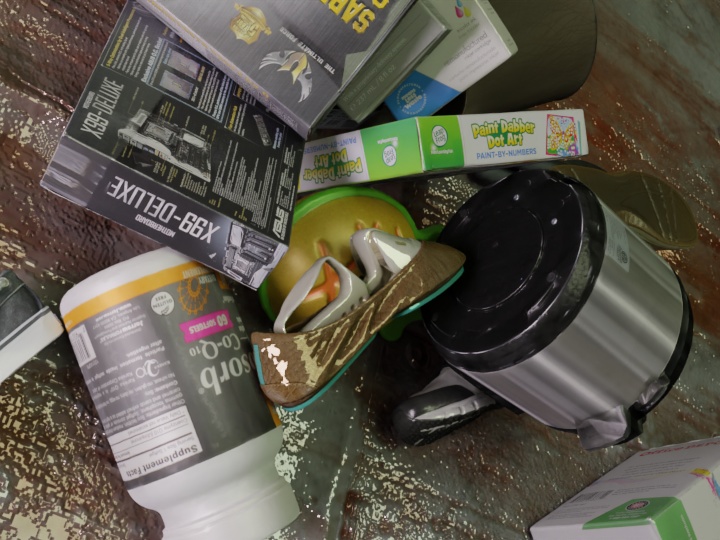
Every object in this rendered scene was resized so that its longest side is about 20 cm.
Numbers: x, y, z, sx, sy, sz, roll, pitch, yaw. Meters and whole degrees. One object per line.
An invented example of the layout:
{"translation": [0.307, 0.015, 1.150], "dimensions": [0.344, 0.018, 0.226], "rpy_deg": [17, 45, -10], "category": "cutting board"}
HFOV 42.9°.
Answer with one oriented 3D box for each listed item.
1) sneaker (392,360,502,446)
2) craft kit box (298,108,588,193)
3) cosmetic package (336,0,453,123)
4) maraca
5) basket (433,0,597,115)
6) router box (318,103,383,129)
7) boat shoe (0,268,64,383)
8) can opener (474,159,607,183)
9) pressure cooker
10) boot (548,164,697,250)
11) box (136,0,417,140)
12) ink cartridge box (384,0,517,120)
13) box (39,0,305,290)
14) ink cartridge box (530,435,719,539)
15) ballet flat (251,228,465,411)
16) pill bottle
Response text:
{"translation": [0.094, 0.097, 0.832], "dimensions": [0.199, 0.074, 0.081], "rpy_deg": [-16, 72, -45], "category": "sneaker"}
{"translation": [0.054, -0.099, 0.781], "dimensions": [0.196, 0.199, 0.049], "rpy_deg": [-14, 97, -39], "category": "craft kit box"}
{"translation": [-0.030, -0.228, 0.728], "dimensions": [0.200, 0.107, 0.090], "rpy_deg": [44, 17, -5], "category": "cosmetic package"}
{"translation": [0.000, 0.000, 0.762], "dimensions": [0.199, 0.138, 0.107], "rpy_deg": [13, 22, -42], "category": "maraca"}
{"translation": [0.127, -0.225, 0.929], "dimensions": [0.199, 0.135, 0.182], "rpy_deg": [-33, 119, -34], "category": "basket"}
{"translation": [-0.086, -0.209, 0.812], "dimensions": [0.198, 0.052, 0.159], "rpy_deg": [-6, 77, -38], "category": "router box"}
{"translation": [-0.273, 0.069, 0.558], "dimensions": [0.068, 0.071, 0.200], "rpy_deg": [53, 49, -11], "category": "boat shoe"}
{"translation": [0.201, -0.101, 0.997], "dimensions": [0.198, 0.053, 0.067], "rpy_deg": [13, 32, -34], "category": "can opener"}
{"translation": [0.168, 0.038, 0.743], "dimensions": [0.199, 0.178, 0.177], "rpy_deg": [33, 86, -34], "category": "pressure cooker"}
{"translation": [0.216, -0.033, 0.906], "dimensions": [0.198, 0.155, 0.073], "rpy_deg": [7, 62, -28], "category": "boot"}
{"translation": [-0.065, -0.217, 0.643], "dimensions": [0.199, 0.048, 0.159], "rpy_deg": [39, 83, -3], "category": "box"}
{"translation": [0.033, -0.238, 0.792], "dimensions": [0.201, 0.116, 0.067], "rpy_deg": [55, 22, -5], "category": "ink cartridge box"}
{"translation": [-0.116, -0.102, 0.646], "dimensions": [0.157, 0.050, 0.201], "rpy_deg": [26, 41, -21], "category": "box"}
{"translation": [0.283, 0.234, 0.863], "dimensions": [0.199, 0.145, 0.088], "rpy_deg": [-21, 87, -40], "category": "ink cartridge box"}
{"translation": [-0.002, 0.016, 0.653], "dimensions": [0.199, 0.068, 0.073], "rpy_deg": [-37, 106, -30], "category": "ballet flat"}
{"translation": [-0.121, 0.092, 0.634], "dimensions": [0.116, 0.116, 0.202], "rpy_deg": [-20, 86, -39], "category": "pill bottle"}
